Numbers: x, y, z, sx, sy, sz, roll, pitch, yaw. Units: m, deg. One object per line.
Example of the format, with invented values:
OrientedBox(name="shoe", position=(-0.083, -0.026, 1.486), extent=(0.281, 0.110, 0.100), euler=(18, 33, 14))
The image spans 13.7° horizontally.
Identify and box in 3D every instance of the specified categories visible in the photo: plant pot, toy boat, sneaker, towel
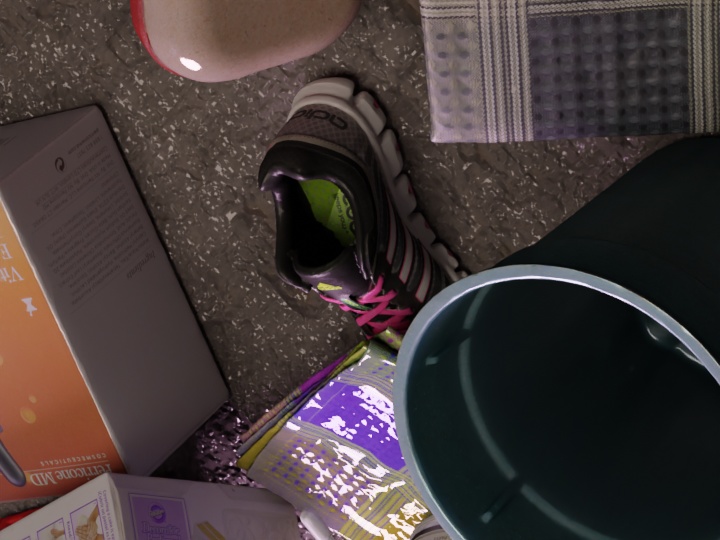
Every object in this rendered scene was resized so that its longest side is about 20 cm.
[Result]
OrientedBox(name="plant pot", position=(0.149, 0.042, 1.478), extent=(0.200, 0.196, 0.201), euler=(16, 125, 25))
OrientedBox(name="toy boat", position=(-0.075, -0.206, 1.542), extent=(0.131, 0.130, 0.200), euler=(41, 141, 47))
OrientedBox(name="sneaker", position=(0.000, 0.000, 1.625), extent=(0.074, 0.087, 0.200), euler=(-11, 112, 38))
OrientedBox(name="towel", position=(0.121, -0.152, 1.431), extent=(0.192, 0.035, 0.200), euler=(-3, 125, 1))
OrientedBox(name="towel", position=(0.022, 0.109, 1.679), extent=(0.144, 0.023, 0.200), euler=(36, 147, -9))

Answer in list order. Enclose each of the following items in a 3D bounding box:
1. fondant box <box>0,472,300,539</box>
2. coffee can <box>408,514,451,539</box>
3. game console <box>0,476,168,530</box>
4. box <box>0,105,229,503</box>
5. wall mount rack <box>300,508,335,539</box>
OrientedBox(name="fondant box", position=(-0.152, 0.183, 1.768), extent=(0.200, 0.144, 0.058), euler=(-31, 62, 38))
OrientedBox(name="coffee can", position=(0.058, 0.253, 1.646), extent=(0.146, 0.200, 0.147), euler=(19, 147, 13))
OrientedBox(name="game console", position=(-0.143, 0.222, 1.908), extent=(0.200, 0.031, 0.177), euler=(-18, 111, 40))
OrientedBox(name="box", position=(-0.196, 0.024, 1.761), extent=(0.152, 0.106, 0.200), euler=(-10, 112, 38))
OrientedBox(name="wall mount rack", position=(-0.026, 0.245, 1.714), extent=(0.074, 0.200, 0.174), euler=(18, 136, 18))
